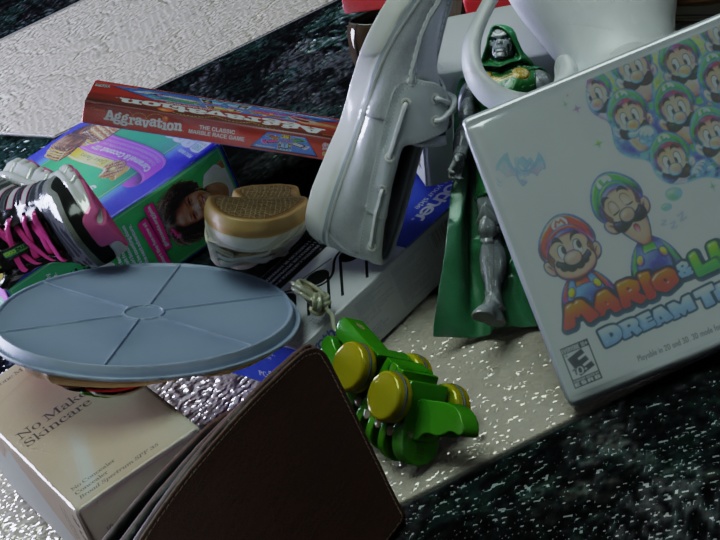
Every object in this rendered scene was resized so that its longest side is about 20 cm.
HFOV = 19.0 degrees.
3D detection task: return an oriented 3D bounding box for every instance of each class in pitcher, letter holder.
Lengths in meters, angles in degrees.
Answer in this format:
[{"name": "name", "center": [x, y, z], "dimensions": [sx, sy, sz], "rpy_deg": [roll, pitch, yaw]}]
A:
[{"name": "pitcher", "center": [0.128, -0.184, 1.361], "dimensions": [0.170, 0.121, 0.202], "rpy_deg": [-1, 63, -25]}, {"name": "letter holder", "center": [-0.086, 0.146, 1.174], "dimensions": [0.100, 0.143, 0.200], "rpy_deg": [2, 39, 39]}]

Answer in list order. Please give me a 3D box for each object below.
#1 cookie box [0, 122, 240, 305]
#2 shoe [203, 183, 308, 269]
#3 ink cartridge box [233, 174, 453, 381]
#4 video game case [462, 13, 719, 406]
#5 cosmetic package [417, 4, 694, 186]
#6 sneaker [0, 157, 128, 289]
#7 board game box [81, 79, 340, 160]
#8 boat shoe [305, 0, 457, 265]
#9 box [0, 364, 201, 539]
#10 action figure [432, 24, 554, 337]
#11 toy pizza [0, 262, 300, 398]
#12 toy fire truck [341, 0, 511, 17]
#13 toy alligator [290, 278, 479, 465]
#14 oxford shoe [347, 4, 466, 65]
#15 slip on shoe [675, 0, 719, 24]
[{"name": "cookie box", "center": [-0.211, -0.036, 1.641], "dimensions": [0.199, 0.076, 0.171], "rpy_deg": [-37, 32, -19]}, {"name": "shoe", "center": [-0.067, -0.026, 1.464], "dimensions": [0.069, 0.054, 0.200], "rpy_deg": [2, 7, 3]}, {"name": "ink cartridge box", "center": [0.000, 0.000, 1.449], "dimensions": [0.094, 0.044, 0.200], "rpy_deg": [12, 46, 45]}, {"name": "video game case", "center": [0.182, -0.041, 1.261], "dimensions": [0.198, 0.184, 0.024], "rpy_deg": [-22, -9, 6]}, {"name": "cosmetic package", "center": [0.122, -0.130, 1.480], "dimensions": [0.198, 0.086, 0.108], "rpy_deg": [-12, 27, -12]}, {"name": "sneaker", "center": [-0.230, -0.025, 1.490], "dimensions": [0.087, 0.074, 0.199], "rpy_deg": [-40, 26, -18]}, {"name": "board game box", "center": [-0.106, -0.112, 1.613], "dimensions": [0.198, 0.020, 0.103], "rpy_deg": [9, 14, -5]}, {"name": "boat shoe", "center": [0.026, -0.097, 1.371], "dimensions": [0.068, 0.201, 0.072], "rpy_deg": [27, 16, 16]}, {"name": "box", "center": [-0.163, 0.118, 1.345], "dimensions": [0.095, 0.078, 0.200], "rpy_deg": [-35, 30, -18]}, {"name": "action figure", "center": [0.095, -0.064, 1.367], "dimensions": [0.117, 0.055, 0.202], "rpy_deg": [-7, 69, 11]}, {"name": "toy pizza", "center": [-0.137, 0.040, 1.360], "dimensions": [0.198, 0.032, 0.200], "rpy_deg": [0, 19, 0]}, {"name": "toy fire truck", "center": [0.065, -0.190, 1.583], "dimensions": [0.048, 0.142, 0.200], "rpy_deg": [-4, 23, 33]}, {"name": "toy alligator", "center": [0.005, 0.070, 1.312], "dimensions": [0.200, 0.059, 0.055], "rpy_deg": [37, 108, 48]}, {"name": "oxford shoe", "center": [0.078, -0.217, 1.708], "dimensions": [0.199, 0.085, 0.073], "rpy_deg": [-32, 28, -15]}, {"name": "slip on shoe", "center": [0.231, -0.198, 1.440], "dimensions": [0.198, 0.060, 0.077], "rpy_deg": [3, 76, 30]}]
